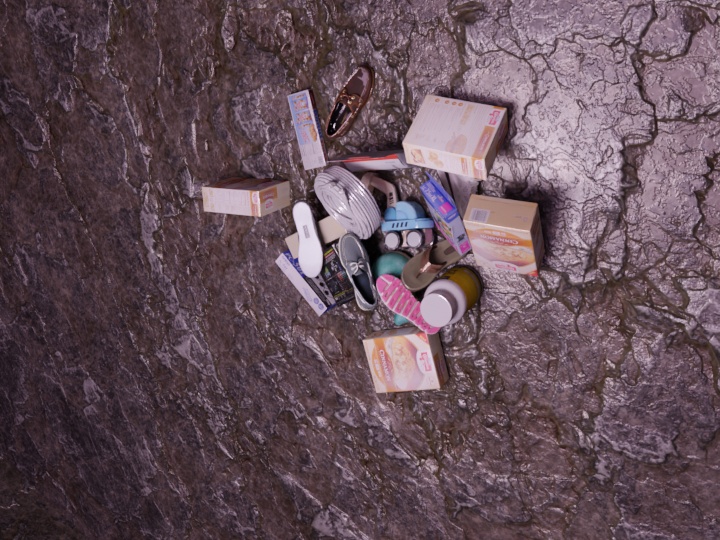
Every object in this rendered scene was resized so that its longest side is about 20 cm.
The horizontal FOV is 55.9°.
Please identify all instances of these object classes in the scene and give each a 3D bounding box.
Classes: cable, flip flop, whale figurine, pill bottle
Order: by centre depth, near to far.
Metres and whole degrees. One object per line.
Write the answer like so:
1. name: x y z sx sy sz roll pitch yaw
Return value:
1. pill bottle: 0.221 0.065 1.662 0.109 0.199 0.114 9 111 25
2. flip flop: 0.183 -0.025 1.680 0.198 0.058 0.082 -32 74 -4
3. cable: -0.034 -0.169 1.688 0.199 0.069 0.201 25 156 55
4. whale figurine: 0.093 0.053 1.788 0.156 0.103 0.204 -8 102 31

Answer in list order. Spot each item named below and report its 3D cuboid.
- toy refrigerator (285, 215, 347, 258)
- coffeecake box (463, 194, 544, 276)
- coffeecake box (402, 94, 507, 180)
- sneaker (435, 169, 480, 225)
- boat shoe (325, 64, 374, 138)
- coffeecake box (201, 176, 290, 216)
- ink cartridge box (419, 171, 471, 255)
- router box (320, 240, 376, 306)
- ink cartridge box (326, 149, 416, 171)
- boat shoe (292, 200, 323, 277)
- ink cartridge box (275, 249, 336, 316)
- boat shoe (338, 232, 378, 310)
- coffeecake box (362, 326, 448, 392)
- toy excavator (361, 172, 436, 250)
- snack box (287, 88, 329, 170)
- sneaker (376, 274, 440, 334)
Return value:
1. toy refrigerator: -0.105 -0.100 1.869 0.198 0.076 0.071 -24 94 32
2. coffeecake box: 0.331 -0.078 1.548 0.151 0.074 0.201 12 156 26
3. coffeecake box: 0.219 -0.307 1.555 0.197 0.155 0.073 16 154 24
4. sneaker: 0.265 -0.196 1.627 0.114 0.075 0.204 -24 91 35
5. boat shoe: -0.028 -0.425 1.726 0.070 0.070 0.202 35 118 16
6. coffeecake box: -0.319 -0.210 1.909 0.196 0.153 0.075 8 110 27
7. ink cartridge box: 0.199 -0.133 1.606 0.042 0.201 0.120 -33 53 -2
8. router box: -0.045 0.004 1.820 0.152 0.062 0.200 60 157 -1
9. ink cartridge box: 0.035 -0.262 1.663 0.159 0.199 0.051 1 107 29
10. boat shoe: -0.139 -0.086 1.811 0.068 0.066 0.204 -12 97 9
11. ink cartridge box: -0.144 0.026 1.921 0.201 0.094 0.044 50 123 6
12. boat shoe: 0.000 0.000 1.691 0.071 0.062 0.204 -17 90 -12
13. coffeecake box: 0.123 0.240 1.841 0.197 0.073 0.157 -10 99 31
14. toy excavator: 0.095 -0.155 1.740 0.191 0.099 0.205 -2 91 31
15. snack box: -0.141 -0.378 1.830 0.071 0.024 0.204 -6 103 32
16. sneaker: 0.117 0.086 1.723 0.199 0.087 0.074 38 88 -3
